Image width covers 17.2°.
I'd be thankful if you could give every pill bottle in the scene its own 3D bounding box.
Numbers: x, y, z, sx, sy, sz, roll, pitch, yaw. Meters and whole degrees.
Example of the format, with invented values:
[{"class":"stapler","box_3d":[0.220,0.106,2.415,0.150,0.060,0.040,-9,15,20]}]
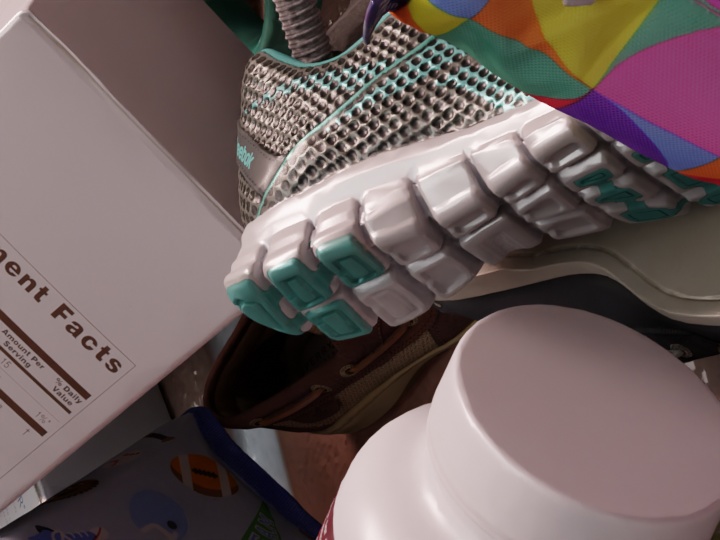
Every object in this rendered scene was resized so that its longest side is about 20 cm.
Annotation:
[{"class":"pill bottle","box_3d":[0.032,0.113,0.695,0.113,0.112,0.201,55,136,37]}]

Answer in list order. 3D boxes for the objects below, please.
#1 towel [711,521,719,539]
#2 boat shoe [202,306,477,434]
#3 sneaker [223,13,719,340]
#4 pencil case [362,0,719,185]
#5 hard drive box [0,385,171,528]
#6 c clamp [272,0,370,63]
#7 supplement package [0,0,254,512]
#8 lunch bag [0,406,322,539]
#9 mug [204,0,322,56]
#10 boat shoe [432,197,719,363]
[{"class":"towel","box_3d":[0.084,0.183,0.768,0.171,0.048,0.202,-32,68,52]},{"class":"boat shoe","box_3d":[0.000,0.000,0.844,0.200,0.071,0.073,-49,56,48]},{"class":"sneaker","box_3d":[0.044,-0.055,0.668,0.199,0.078,0.092,-19,64,18]},{"class":"pencil case","box_3d":[0.098,-0.054,0.561,0.089,0.199,0.089,-56,17,27]},{"class":"hard drive box","box_3d":[-0.138,0.161,1.086,0.200,0.076,0.157,-54,51,47]},{"class":"c clamp","box_3d":[-0.021,-0.122,0.768,0.027,0.171,0.202,-11,104,25]},{"class":"supplement package","box_3d":[-0.126,-0.006,0.809,0.200,0.120,0.121,-39,15,21]},{"class":"lunch bag","box_3d":[-0.116,0.167,0.871,0.124,0.170,0.201,43,125,13]},{"class":"mug","box_3d":[-0.064,-0.180,0.865,0.114,0.184,0.153,-10,54,55]},{"class":"boat shoe","box_3d":[0.096,-0.006,0.718,0.199,0.063,0.073,0,62,46]}]
